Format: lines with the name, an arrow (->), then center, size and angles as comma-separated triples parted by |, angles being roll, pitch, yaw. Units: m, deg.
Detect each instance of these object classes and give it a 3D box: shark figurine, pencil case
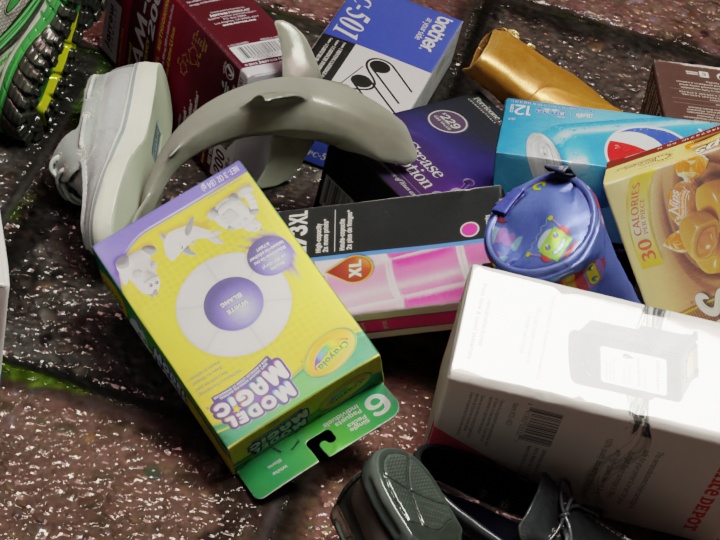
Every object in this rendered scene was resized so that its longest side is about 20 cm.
shark figurine -> -0.079, -0.094, 1.511 | 0.214, 0.089, 0.128 | -24, 91, -7
pencil case -> 0.137, 0.016, 1.442 | 0.078, 0.200, 0.087 | -40, 52, -6

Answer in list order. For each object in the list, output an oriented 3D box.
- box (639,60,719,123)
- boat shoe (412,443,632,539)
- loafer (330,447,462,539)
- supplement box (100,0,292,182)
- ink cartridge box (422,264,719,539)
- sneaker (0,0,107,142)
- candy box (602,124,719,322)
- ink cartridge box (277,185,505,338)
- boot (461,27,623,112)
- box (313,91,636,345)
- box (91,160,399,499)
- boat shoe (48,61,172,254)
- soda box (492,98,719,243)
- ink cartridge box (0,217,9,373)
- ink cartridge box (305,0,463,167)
box -> 0.248, -0.057, 1.647 | 0.075, 0.100, 0.200 | 6, 37, -7
boat shoe -> 0.110, 0.162, 1.360 | 0.200, 0.062, 0.075 | 22, 37, 9
loafer -> 0.041, 0.201, 1.299 | 0.072, 0.063, 0.200 | 11, 46, -45
supplement box -> -0.117, -0.159, 1.657 | 0.061, 0.109, 0.200 | -14, 45, -31
ink cartridge box -> 0.148, 0.085, 1.385 | 0.199, 0.145, 0.085 | 14, 61, 1
sneaker -> -0.239, -0.199, 1.629 | 0.085, 0.078, 0.200 | 20, 79, 16
candy box -> 0.244, 0.009, 1.454 | 0.115, 0.200, 0.055 | -17, 16, 16
ink cartridge box -> 0.000, 0.000, 1.482 | 0.199, 0.037, 0.095 | -8, 52, 10
boot -> 0.142, -0.111, 1.638 | 0.144, 0.071, 0.201 | 35, 12, -14
box -> 0.083, -0.031, 1.584 | 0.141, 0.079, 0.200 | -15, 46, -35
box -> -0.072, 0.038, 1.418 | 0.117, 0.048, 0.200 | -32, 66, -12
boat shoe -> -0.180, -0.073, 1.575 | 0.071, 0.070, 0.201 | -6, 40, 11
soda box -> 0.190, -0.061, 1.510 | 0.199, 0.068, 0.064 | 7, 42, 6
ink cartridge box -> -0.299, 0.000, 1.370 | 0.146, 0.147, 0.200 | 0, 39, -15
ink cartridge box -> 0.005, -0.147, 1.731 | 0.094, 0.044, 0.200 | 21, 38, 7
